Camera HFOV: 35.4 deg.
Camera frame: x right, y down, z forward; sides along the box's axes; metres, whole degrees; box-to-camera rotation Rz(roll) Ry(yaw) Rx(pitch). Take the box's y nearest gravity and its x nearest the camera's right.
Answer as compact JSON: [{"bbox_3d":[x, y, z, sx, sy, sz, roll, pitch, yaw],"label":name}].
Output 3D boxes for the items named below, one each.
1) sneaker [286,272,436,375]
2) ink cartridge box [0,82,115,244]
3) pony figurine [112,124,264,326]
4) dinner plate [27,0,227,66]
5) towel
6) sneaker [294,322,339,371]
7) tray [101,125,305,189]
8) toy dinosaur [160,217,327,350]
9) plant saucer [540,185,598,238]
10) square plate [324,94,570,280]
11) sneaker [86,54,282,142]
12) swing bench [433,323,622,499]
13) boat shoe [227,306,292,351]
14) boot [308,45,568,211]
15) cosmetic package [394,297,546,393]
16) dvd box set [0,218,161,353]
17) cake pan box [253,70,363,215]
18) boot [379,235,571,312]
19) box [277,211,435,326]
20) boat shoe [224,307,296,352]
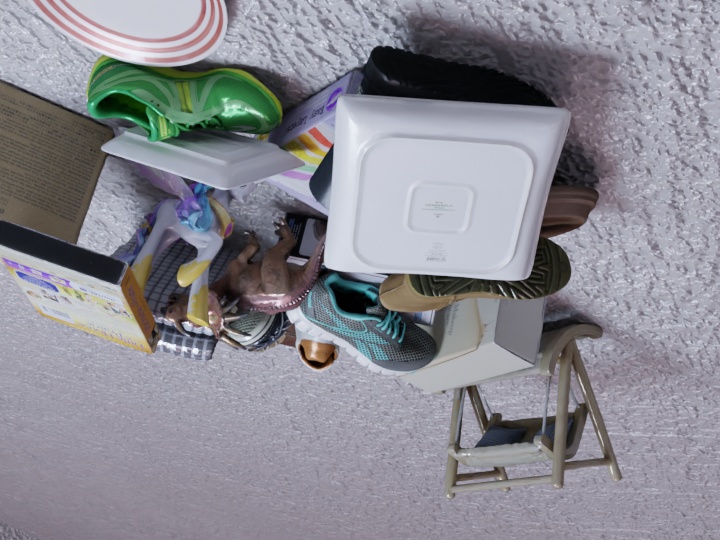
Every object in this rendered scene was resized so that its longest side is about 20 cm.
[{"bbox_3d":[0.013,0.062,1.328,0.199,0.078,0.091,23,148,-21],"label":"sneaker"},{"bbox_3d":[-0.386,-0.109,1.216,0.199,0.166,0.075,23,152,-17],"label":"ink cartridge box"},{"bbox_3d":[-0.194,-0.058,1.230,0.192,0.201,0.167,15,161,31],"label":"pony figurine"},{"bbox_3d":[-0.213,-0.253,1.006,0.198,0.024,0.201,11,155,5],"label":"dinner plate"},{"bbox_3d":[-0.238,0.030,1.387,0.164,0.200,0.086,12,113,1],"label":"towel"},{"bbox_3d":[-0.060,0.085,1.469,0.072,0.086,0.200,10,179,0],"label":"sneaker"},{"bbox_3d":[-0.159,-0.122,1.119,0.199,0.107,0.022,19,120,39],"label":"tray"},{"bbox_3d":[-0.108,0.022,1.251,0.198,0.136,0.086,-16,125,26],"label":"toy dinosaur"},{"bbox_3d":[0.142,-0.048,1.134,0.198,0.030,0.200,-9,172,-1],"label":"plant saucer"},{"bbox_3d":[0.071,-0.062,0.997,0.198,0.029,0.199,3,133,-4],"label":"square plate"},{"bbox_3d":[-0.174,-0.156,1.106,0.198,0.084,0.074,10,146,7],"label":"sneaker"},{"bbox_3d":[0.205,0.179,1.438,0.129,0.202,0.198,3,165,-41],"label":"swing bench"},{"bbox_3d":[-0.120,0.062,1.386,0.062,0.074,0.200,54,-179,-9],"label":"boat shoe"},{"bbox_3d":[0.067,-0.105,1.030,0.198,0.077,0.169,13,133,-15],"label":"boot"},{"bbox_3d":[0.134,0.079,1.405,0.073,0.104,0.199,27,150,-26],"label":"cosmetic package"},{"bbox_3d":[-0.294,0.022,1.189,0.145,0.030,0.200,18,158,9],"label":"dvd box set"},{"bbox_3d":[0.010,-0.107,1.158,0.199,0.053,0.184,29,152,-29],"label":"cake pan box"},{"bbox_3d":[0.114,0.007,1.193,0.173,0.067,0.200,1,173,-4],"label":"boot"},{"bbox_3d":[0.000,0.000,1.360,0.198,0.061,0.117,12,154,3],"label":"box"},{"bbox_3d":[-0.143,0.082,1.578,0.199,0.072,0.076,23,153,-17],"label":"boat shoe"}]
